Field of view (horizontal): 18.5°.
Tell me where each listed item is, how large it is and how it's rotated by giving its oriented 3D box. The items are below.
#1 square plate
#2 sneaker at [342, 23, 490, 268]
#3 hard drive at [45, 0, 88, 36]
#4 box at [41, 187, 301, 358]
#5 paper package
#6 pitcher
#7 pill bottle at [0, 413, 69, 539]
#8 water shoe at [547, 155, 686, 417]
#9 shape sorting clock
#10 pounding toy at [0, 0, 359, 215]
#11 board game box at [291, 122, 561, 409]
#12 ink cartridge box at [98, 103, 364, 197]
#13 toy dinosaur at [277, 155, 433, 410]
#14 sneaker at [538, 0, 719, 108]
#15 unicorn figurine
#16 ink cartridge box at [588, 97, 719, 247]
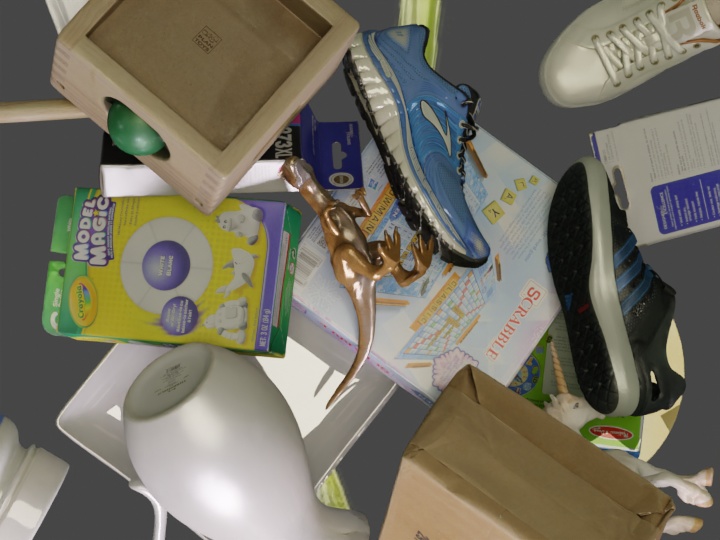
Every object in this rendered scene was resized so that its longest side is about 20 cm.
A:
[{"bbox_3d":[-0.103,0.101,1.735,0.200,0.028,0.198,38,88,-6],"label":"square plate"},{"bbox_3d":[0.059,-0.098,1.675,0.089,0.079,0.201,-21,83,-7],"label":"sneaker"},{"bbox_3d":[-0.137,-0.215,1.688,0.199,0.025,0.133,-21,95,-4],"label":"hard drive"},{"bbox_3d":[-0.150,-0.001,1.684,0.199,0.048,0.118,4,82,18],"label":"box"},{"bbox_3d":[0.115,0.196,1.645,0.190,0.200,0.104,34,60,15],"label":"paper package"},{"bbox_3d":[-0.112,0.163,1.657,0.171,0.121,0.200,-28,120,11],"label":"pitcher"},{"bbox_3d":[-0.329,0.141,1.668,0.199,0.114,0.114,29,88,-7],"label":"pill bottle"},{"bbox_3d":[0.195,0.013,1.684,0.078,0.071,0.201,0,77,-28],"label":"water shoe"},{"bbox_3d":[0.158,0.079,1.757,0.199,0.039,0.201,1,80,-6],"label":"shape sorting clock"},{"bbox_3d":[-0.142,-0.145,1.615,0.184,0.142,0.200,40,73,1],"label":"pounding toy"},{"bbox_3d":[0.064,-0.010,1.721,0.199,0.041,0.200,36,79,0],"label":"board game box"},{"bbox_3d":[-0.098,-0.096,1.691,0.199,0.095,0.037,0,127,-3],"label":"ink cartridge box"},{"bbox_3d":[0.000,0.000,1.652,0.060,0.106,0.201,-32,110,-46],"label":"toy dinosaur"},{"bbox_3d":[0.231,-0.192,1.737,0.199,0.085,0.073,-30,96,-3],"label":"sneaker"},{"bbox_3d":[0.200,0.169,1.698,0.136,0.074,0.201,7,115,6],"label":"unicorn figurine"},{"bbox_3d":[0.272,-0.084,1.751,0.199,0.039,0.100,-14,94,-18],"label":"ink cartridge box"}]
